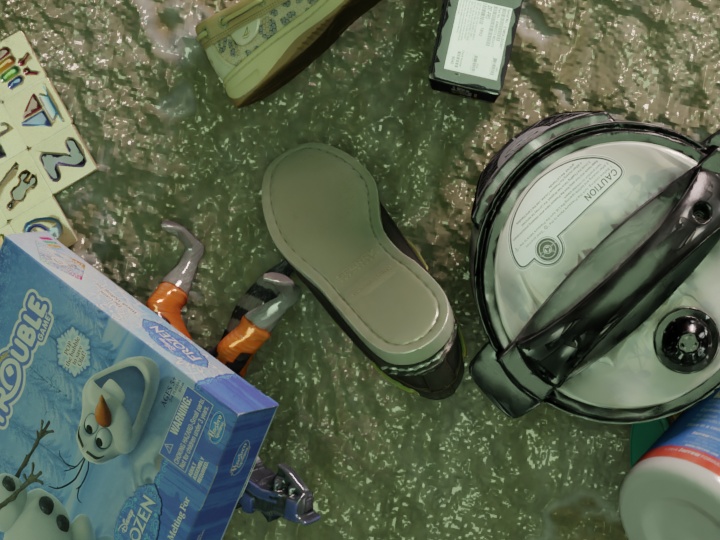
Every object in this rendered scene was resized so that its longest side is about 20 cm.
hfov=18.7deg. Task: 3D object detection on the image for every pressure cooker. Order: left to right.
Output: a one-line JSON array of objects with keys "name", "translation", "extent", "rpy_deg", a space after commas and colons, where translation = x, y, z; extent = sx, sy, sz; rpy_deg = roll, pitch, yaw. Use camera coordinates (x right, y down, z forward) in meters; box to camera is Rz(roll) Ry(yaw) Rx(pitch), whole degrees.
[{"name": "pressure cooker", "translation": [0.151, -0.003, 1.273], "extent": [0.177, 0.200, 0.178], "rpy_deg": [4, 95, 1]}]

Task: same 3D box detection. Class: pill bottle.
[{"name": "pill bottle", "translation": [0.249, 0.100, 1.285], "extent": [0.112, 0.112, 0.200], "rpy_deg": [51, 56, -2]}]

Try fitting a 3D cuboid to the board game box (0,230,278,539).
[{"name": "board game box", "translation": [-0.165, 0.113, 1.298], "extent": [0.198, 0.043, 0.201], "rpy_deg": [34, 113, 27]}]

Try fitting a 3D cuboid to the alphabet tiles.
[{"name": "alphabet tiles", "translation": [-0.274, -0.058, 1.377], "extent": [0.199, 0.006, 0.167], "rpy_deg": [-30, 92, 3]}]

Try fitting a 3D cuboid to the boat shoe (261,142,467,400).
[{"name": "boat shoe", "translation": [0.000, 0.000, 1.306], "extent": [0.071, 0.202, 0.061], "rpy_deg": [-31, 136, -3]}]

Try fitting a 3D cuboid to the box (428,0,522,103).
[{"name": "box", "translation": [0.081, -0.201, 1.283], "extent": [0.049, 0.161, 0.202], "rpy_deg": [12, 92, 0]}]

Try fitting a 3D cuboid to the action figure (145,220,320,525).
[{"name": "action figure", "translation": [-0.080, 0.089, 1.331], "extent": [0.199, 0.104, 0.195], "rpy_deg": [22, 101, 31]}]

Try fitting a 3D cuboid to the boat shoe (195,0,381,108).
[{"name": "boat shoe", "translation": [-0.024, -0.176, 1.304], "extent": [0.200, 0.073, 0.063], "rpy_deg": [-39, 84, 29]}]

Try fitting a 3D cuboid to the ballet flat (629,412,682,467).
[{"name": "ballet flat", "translation": [0.211, 0.171, 1.359], "extent": [0.063, 0.069, 0.202], "rpy_deg": [-10, 96, -26]}]
